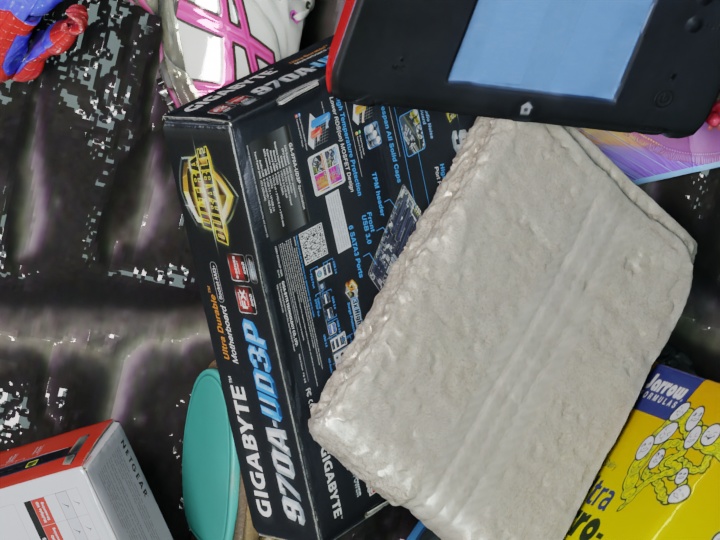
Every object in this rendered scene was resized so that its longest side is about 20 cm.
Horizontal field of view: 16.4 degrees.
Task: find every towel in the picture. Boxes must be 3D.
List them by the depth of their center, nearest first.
[{"bbox_3d":[0.067,0.030,1.110,0.132,0.034,0.201,41,64,-19],"label":"towel"}]

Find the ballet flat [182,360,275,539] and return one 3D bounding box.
[{"bbox_3d":[-0.051,0.135,1.192,0.072,0.068,0.202,-2,107,-28],"label":"ballet flat"}]

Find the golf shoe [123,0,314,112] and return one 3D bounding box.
[{"bbox_3d":[-0.053,-0.105,1.116,0.092,0.073,0.201,-21,107,-3],"label":"golf shoe"}]

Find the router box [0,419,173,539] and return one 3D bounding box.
[{"bbox_3d":[-0.157,0.186,1.162,0.178,0.049,0.201,-16,108,21],"label":"router box"}]

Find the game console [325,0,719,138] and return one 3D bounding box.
[{"bbox_3d":[0.094,-0.142,1.062,0.199,0.031,0.178,5,116,-29],"label":"game console"}]

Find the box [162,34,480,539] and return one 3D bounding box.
[{"bbox_3d":[0.000,0.000,1.116,0.159,0.046,0.201,-30,116,-41],"label":"box"}]

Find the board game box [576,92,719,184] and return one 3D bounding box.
[{"bbox_3d":[0.149,-0.117,1.155,0.198,0.039,0.159,-12,106,-5],"label":"board game box"}]

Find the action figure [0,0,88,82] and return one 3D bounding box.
[{"bbox_3d":[-0.144,-0.126,1.069,0.065,0.052,0.200,24,140,-16],"label":"action figure"}]

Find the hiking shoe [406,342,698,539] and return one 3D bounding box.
[{"bbox_3d":[0.077,0.104,1.188,0.200,0.087,0.075,-44,108,-12],"label":"hiking shoe"}]

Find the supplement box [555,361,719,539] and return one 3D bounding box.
[{"bbox_3d":[0.128,0.156,1.104,0.109,0.109,0.200,41,83,-17],"label":"supplement box"}]
